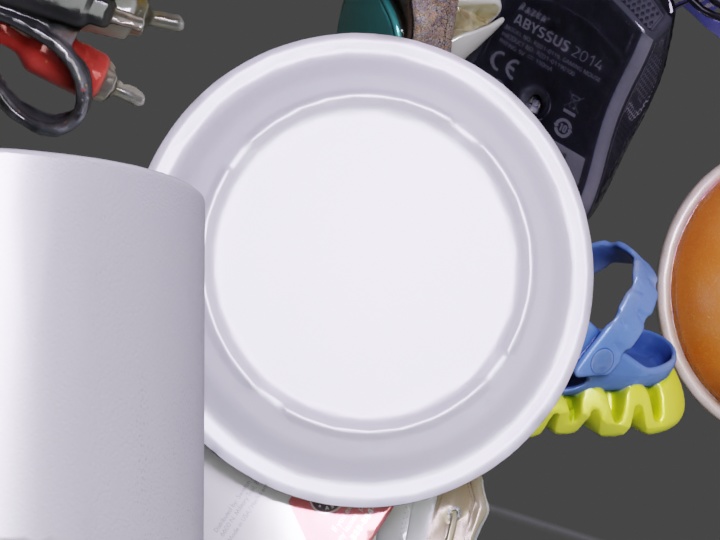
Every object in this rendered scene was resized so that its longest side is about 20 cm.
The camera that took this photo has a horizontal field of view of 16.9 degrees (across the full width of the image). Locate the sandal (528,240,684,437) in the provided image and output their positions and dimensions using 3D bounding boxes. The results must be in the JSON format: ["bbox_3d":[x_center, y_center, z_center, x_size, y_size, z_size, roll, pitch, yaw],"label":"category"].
[{"bbox_3d":[0.064,0.035,1.104,0.199,0.079,0.088,-10,117,-32],"label":"sandal"}]

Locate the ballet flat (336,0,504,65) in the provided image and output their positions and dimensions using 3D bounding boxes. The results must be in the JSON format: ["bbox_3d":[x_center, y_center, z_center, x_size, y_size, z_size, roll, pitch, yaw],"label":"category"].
[{"bbox_3d":[0.033,-0.129,1.053,0.067,0.201,0.068,-11,59,-16],"label":"ballet flat"}]

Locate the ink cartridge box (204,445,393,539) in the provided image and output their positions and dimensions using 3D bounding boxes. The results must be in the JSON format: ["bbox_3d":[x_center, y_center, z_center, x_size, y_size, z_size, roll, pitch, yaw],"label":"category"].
[{"bbox_3d":[-0.093,0.086,1.050,0.199,0.068,0.117,35,79,4],"label":"ink cartridge box"}]

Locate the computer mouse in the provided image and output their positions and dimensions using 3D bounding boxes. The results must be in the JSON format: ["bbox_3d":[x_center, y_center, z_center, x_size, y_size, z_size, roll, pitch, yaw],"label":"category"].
[{"bbox_3d":[0.102,-0.095,1.104,0.138,0.053,0.201,35,120,15],"label":"computer mouse"}]

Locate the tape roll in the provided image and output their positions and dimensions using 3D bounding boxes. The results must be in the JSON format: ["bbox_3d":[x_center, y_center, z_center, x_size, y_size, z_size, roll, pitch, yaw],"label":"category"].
[{"bbox_3d":[-0.158,0.038,0.919,0.201,0.203,0.140,4,80,-19],"label":"tape roll"}]

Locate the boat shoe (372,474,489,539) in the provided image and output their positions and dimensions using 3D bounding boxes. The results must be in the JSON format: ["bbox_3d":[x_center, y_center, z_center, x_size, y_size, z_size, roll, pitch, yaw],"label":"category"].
[{"bbox_3d":[0.029,0.186,1.101,0.068,0.075,0.202,-3,91,3],"label":"boat shoe"}]

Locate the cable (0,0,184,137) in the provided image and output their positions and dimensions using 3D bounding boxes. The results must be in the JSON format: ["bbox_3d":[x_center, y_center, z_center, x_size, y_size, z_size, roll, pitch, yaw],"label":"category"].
[{"bbox_3d":[-0.177,-0.126,1.063,0.199,0.050,0.098,20,98,-6],"label":"cable"}]

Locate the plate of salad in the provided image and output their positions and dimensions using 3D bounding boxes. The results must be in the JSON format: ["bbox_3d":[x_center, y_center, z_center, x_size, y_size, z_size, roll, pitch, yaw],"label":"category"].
[{"bbox_3d":[0.000,0.000,1.027,0.198,0.048,0.202,1,82,-8],"label":"plate of salad"}]

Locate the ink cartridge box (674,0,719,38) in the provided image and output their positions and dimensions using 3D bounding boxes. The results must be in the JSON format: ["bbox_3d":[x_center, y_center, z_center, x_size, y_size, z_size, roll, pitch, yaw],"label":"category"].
[{"bbox_3d":[0.131,-0.193,1.102,0.076,0.136,0.201,-39,104,-47],"label":"ink cartridge box"}]

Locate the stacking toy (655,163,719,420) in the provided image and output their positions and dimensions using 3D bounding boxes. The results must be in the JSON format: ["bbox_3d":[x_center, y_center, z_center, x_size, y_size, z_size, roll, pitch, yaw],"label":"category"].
[{"bbox_3d":[0.237,0.011,1.113,0.145,0.200,0.148,0,90,-19],"label":"stacking toy"}]
